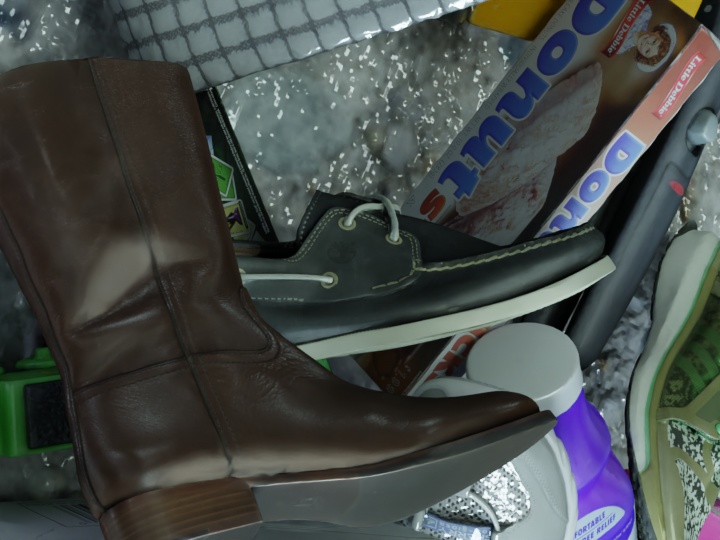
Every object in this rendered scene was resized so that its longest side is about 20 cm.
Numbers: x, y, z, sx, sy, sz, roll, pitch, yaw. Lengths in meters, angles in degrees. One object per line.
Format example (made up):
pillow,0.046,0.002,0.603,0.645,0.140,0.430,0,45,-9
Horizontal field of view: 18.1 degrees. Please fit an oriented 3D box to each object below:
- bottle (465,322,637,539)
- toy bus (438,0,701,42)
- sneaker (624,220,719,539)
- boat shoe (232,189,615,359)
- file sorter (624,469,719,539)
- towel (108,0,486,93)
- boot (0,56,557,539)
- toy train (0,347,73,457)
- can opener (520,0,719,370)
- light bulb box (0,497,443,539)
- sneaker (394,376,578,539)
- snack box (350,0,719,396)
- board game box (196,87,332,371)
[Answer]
bottle,0.079,0.110,0.979,0.083,0.065,0.200,-30,135,-23
toy bus,0.058,-0.141,0.981,0.200,0.078,0.065,10,108,-37
sneaker,0.172,0.059,1.033,0.077,0.088,0.200,73,27,-47
boat shoe,0.000,0.000,0.884,0.199,0.072,0.068,-9,92,-2
file sorter,0.178,0.218,1.068,0.139,0.125,0.200,31,74,-35
towel,-0.012,-0.169,0.861,0.086,0.200,0.166,-40,112,-75
boot,-0.040,-0.002,0.822,0.186,0.064,0.200,-10,66,-30
toy train,-0.177,0.060,0.831,0.200,0.056,0.042,-8,97,-37
can opener,0.132,-0.043,1.058,0.079,0.063,0.200,37,70,-33
light bulb box,-0.084,0.193,0.851,0.198,0.125,0.201,1,94,-31
sneaker,0.041,0.135,0.905,0.082,0.075,0.200,-58,153,-54
snack box,0.065,-0.035,0.950,0.200,0.072,0.024,-51,135,7
board game box,-0.070,0.026,0.932,0.105,0.023,0.200,-33,111,-33
